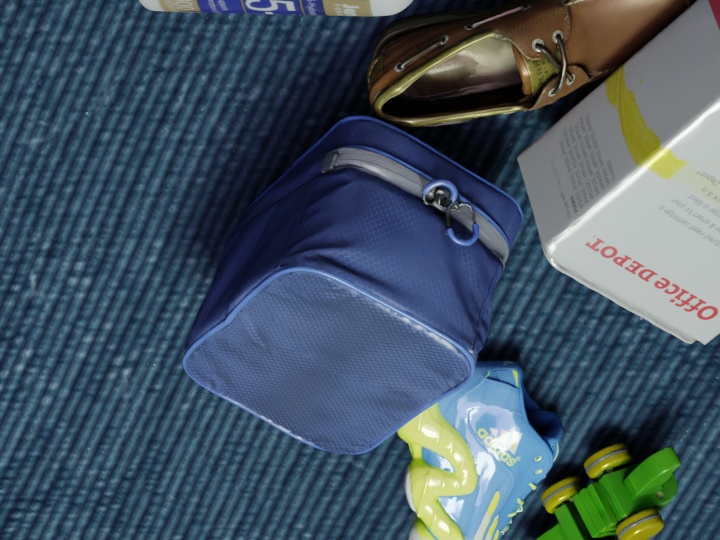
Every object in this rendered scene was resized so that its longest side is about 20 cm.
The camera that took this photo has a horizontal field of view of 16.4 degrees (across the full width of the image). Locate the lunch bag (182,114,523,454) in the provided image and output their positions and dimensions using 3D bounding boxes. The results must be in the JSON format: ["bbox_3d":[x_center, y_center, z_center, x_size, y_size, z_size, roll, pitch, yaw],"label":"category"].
[{"bbox_3d":[0.000,0.000,1.443,0.135,0.133,0.200,31,144,-18],"label":"lunch bag"}]

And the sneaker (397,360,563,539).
[{"bbox_3d":[0.080,0.142,1.571,0.104,0.076,0.201,-7,117,8],"label":"sneaker"}]

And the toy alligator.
[{"bbox_3d":[0.144,0.167,1.602,0.054,0.060,0.200,0,146,-48],"label":"toy alligator"}]

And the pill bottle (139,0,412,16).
[{"bbox_3d":[-0.020,-0.197,1.343,0.199,0.120,0.120,2,123,5],"label":"pill bottle"}]

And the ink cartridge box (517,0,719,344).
[{"bbox_3d":[0.208,-0.067,1.400,0.145,0.084,0.200,29,123,-36],"label":"ink cartridge box"}]

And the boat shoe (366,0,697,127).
[{"bbox_3d":[0.101,-0.121,1.409,0.199,0.068,0.072,-17,117,15],"label":"boat shoe"}]
